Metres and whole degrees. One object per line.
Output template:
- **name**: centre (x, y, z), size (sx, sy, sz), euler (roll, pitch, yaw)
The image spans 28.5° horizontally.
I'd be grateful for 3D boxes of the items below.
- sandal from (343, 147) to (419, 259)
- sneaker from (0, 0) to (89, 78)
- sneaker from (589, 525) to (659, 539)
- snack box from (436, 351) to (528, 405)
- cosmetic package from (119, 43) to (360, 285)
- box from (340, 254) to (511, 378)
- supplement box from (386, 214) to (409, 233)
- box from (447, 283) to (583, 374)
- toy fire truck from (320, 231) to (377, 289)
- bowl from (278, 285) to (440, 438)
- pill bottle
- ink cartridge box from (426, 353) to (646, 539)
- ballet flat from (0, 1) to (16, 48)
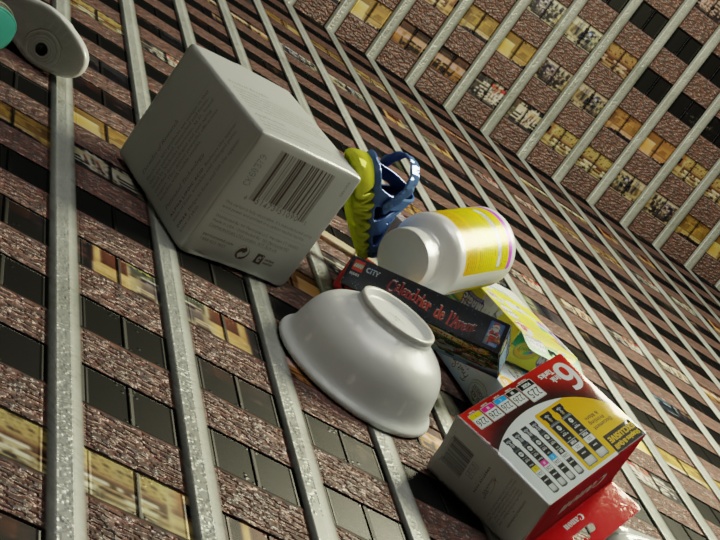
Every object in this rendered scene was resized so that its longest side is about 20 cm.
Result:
- **sandal**: centre (0.026, -0.079, 1.701), size (0.200, 0.086, 0.080), euler (96, -21, -63)
- **sneaker**: centre (-0.411, -0.319, 1.785), size (0.199, 0.073, 0.112), euler (35, 17, 0)
- **sneaker**: centre (0.344, 0.343, 1.508), size (0.198, 0.074, 0.116), euler (14, 23, -12)
- **snack box**: centre (0.175, 0.134, 1.797), size (0.142, 0.053, 0.200), euler (25, 18, -34)
- **cosmetic package**: centre (-0.141, -0.121, 1.628), size (0.164, 0.165, 0.200), euler (22, 21, -43)
- **box**: centre (0.077, 0.056, 1.649), size (0.199, 0.038, 0.137), euler (24, -12, 11)
- **supplement box**: centre (0.113, -0.019, 2.094), size (0.109, 0.061, 0.199), euler (44, 16, 27)
- **box**: centre (0.198, 0.076, 1.837), size (0.117, 0.049, 0.200), euler (26, 13, -36)
- **toy fire truck**: centre (0.000, 0.000, 1.808), size (0.199, 0.049, 0.141), euler (27, 19, -32)
- **bowl**: centre (0.017, 0.081, 1.534), size (0.200, 0.091, 0.201), euler (34, 15, -10)
- **pill bottle**: centre (0.104, -0.023, 1.745), size (0.104, 0.105, 0.199), euler (43, 26, 22)
- **ink cartridge box**: centre (0.201, 0.201, 1.476), size (0.175, 0.084, 0.199), euler (43, 39, 20)
- **ballet flat**: centre (-0.461, -0.289, 1.605), size (0.063, 0.068, 0.200), euler (32, 14, 10)
